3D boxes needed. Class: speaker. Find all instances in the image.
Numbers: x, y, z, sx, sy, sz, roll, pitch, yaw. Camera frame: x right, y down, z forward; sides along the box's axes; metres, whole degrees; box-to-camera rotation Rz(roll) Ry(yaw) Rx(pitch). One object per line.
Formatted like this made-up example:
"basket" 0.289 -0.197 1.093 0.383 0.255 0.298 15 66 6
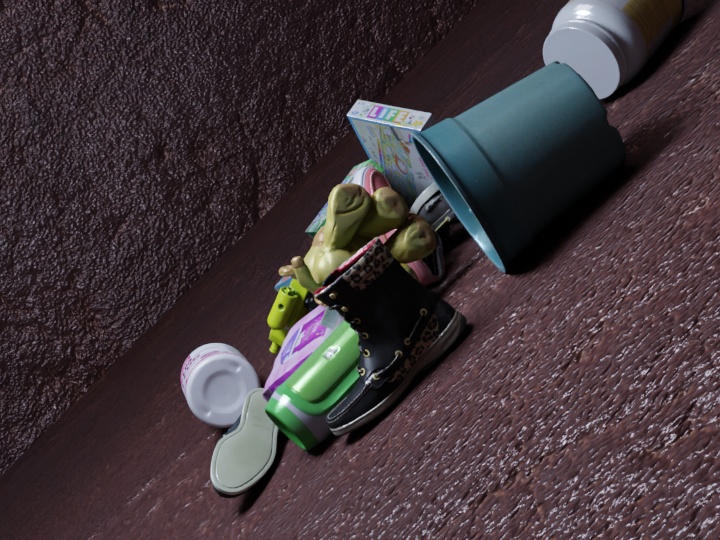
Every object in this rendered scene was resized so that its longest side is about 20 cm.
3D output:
"speaker" -0.022 0.121 1.398 0.200 0.088 0.088 -46 12 -15

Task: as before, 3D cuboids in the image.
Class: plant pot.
"plant pot" 0.194 -0.135 1.374 0.196 0.200 0.200 -35 11 1

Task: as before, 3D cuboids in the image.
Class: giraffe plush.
"giraffe plush" -0.018 -0.011 1.530 0.200 0.173 0.162 -52 12 -13

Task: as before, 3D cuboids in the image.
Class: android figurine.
"android figurine" -0.092 0.046 1.844 0.200 0.041 0.182 -65 -12 26

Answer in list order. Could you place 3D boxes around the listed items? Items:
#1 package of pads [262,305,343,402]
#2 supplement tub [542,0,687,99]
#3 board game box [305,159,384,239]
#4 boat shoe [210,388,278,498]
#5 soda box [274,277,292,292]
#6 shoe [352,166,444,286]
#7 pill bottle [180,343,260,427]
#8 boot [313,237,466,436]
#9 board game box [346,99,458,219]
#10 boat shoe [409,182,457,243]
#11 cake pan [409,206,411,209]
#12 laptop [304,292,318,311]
"package of pads" -0.053 0.112 1.561 0.120 0.076 0.200 -40 12 20
"supplement tub" 0.366 -0.355 1.668 0.200 0.145 0.145 -49 13 -28
"board game box" -0.028 -0.104 1.763 0.135 0.029 0.200 -52 6 -2
"boat shoe" -0.149 0.233 1.478 0.199 0.074 0.066 -79 8 -58
"soda box" -0.068 0.006 2.013 0.200 0.068 0.064 -29 18 53
"shoe" 0.056 -0.063 1.605 0.071 0.200 0.091 1 -21 -46
"pill bottle" -0.225 0.175 1.820 0.113 0.113 0.200 -44 11 -7
"boot" 0.004 0.075 1.308 0.200 0.151 0.073 -42 11 2
"board game box" 0.075 -0.162 1.707 0.134 0.200 0.034 17 62 35
"boat shoe" 0.098 -0.060 1.688 0.072 0.061 0.201 -41 -10 -24
"cake pan" 0.061 -0.070 1.882 0.200 0.037 0.200 -47 5 6
"laptop" 0.000 0.000 1.772 0.200 0.103 0.177 34 100 51
